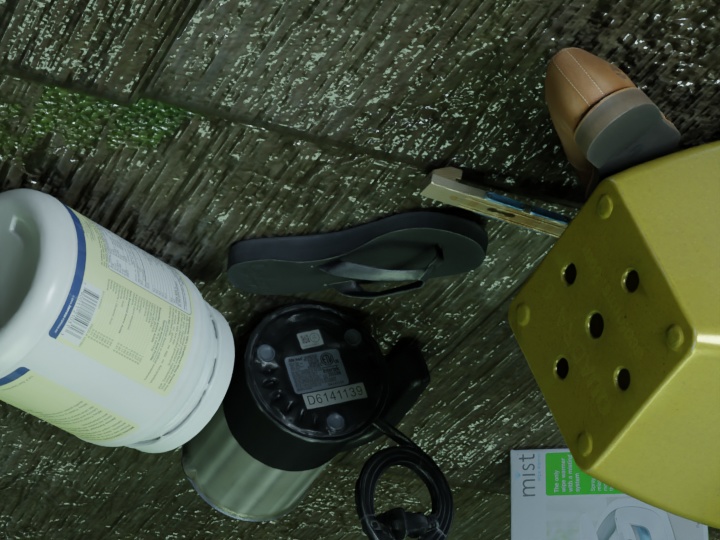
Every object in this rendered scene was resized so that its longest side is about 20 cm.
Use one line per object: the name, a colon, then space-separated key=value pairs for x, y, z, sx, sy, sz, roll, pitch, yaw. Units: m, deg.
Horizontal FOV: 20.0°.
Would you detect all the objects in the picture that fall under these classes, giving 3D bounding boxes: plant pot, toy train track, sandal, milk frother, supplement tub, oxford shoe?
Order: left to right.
supplement tub: x=-0.201 y=0.042 z=1.479 sx=0.145 sy=0.145 sz=0.200 roll=-18 pitch=146 yaw=33
milk frother: x=-0.033 y=0.157 z=1.629 sx=0.180 sy=0.200 sz=0.188 roll=7 pitch=152 yaw=-18
sandal: x=0.000 y=0.000 z=1.496 sx=0.200 sy=0.043 sz=0.076 roll=-9 pitch=150 yaw=19
toy train track: x=0.139 y=-0.042 z=1.428 sx=0.200 sy=0.033 sz=0.115 roll=16 pitch=156 yaw=-14
oxford shoe: x=0.155 y=-0.094 z=1.301 sx=0.071 sy=0.071 sz=0.200 roll=-37 pitch=162 yaw=0
plant pot: x=0.216 y=0.037 z=1.292 sx=0.176 sy=0.200 sz=0.200 roll=4 pitch=137 yaw=-33

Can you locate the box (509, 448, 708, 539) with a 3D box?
box: x=0.221 y=0.264 z=1.811 sx=0.176 sy=0.200 sz=0.097 roll=-1 pitch=151 yaw=8
